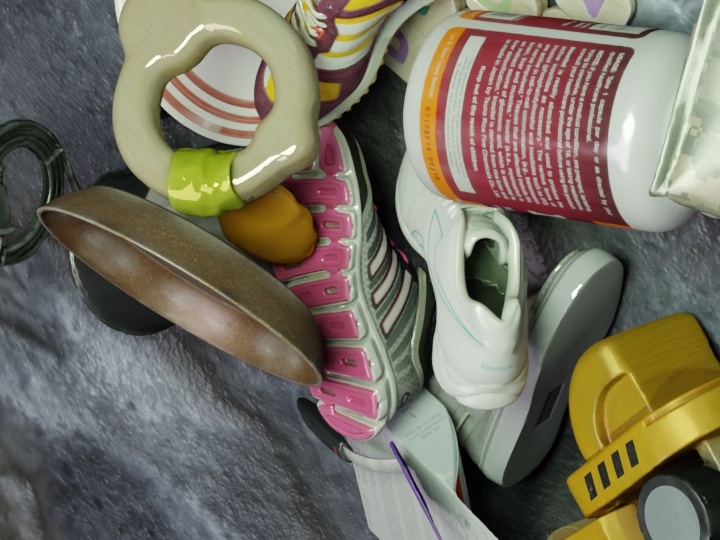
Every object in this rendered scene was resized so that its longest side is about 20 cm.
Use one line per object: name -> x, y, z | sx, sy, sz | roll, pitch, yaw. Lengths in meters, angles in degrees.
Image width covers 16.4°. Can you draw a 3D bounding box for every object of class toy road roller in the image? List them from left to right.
toy road roller -> 0.175, 0.117, 1.504 | 0.200, 0.123, 0.146 | -45, 67, 48

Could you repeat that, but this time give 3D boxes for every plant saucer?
plant saucer -> -0.101, 0.005, 1.506 | 0.200, 0.035, 0.200 | 31, 169, 7

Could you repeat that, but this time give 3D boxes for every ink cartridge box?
ink cartridge box -> 0.066, 0.165, 1.624 | 0.200, 0.057, 0.163 | 38, 153, 37

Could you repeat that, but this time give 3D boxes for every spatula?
spatula -> 0.003, 0.118, 1.602 | 0.200, 0.021, 0.057 | 30, 151, 57

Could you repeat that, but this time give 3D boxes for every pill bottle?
pill bottle -> 0.133, -0.082, 1.407 | 0.199, 0.113, 0.113 | 10, 122, 34

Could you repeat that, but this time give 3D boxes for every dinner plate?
dinner plate -> -0.068, -0.178, 1.570 | 0.200, 0.024, 0.201 | 5, 100, 28

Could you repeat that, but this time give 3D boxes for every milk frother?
milk frother -> -0.134, -0.037, 1.639 | 0.188, 0.200, 0.181 | -11, 103, 47

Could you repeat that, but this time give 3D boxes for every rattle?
rattle -> -0.080, -0.120, 1.493 | 0.130, 0.143, 0.200 | -38, 64, 23

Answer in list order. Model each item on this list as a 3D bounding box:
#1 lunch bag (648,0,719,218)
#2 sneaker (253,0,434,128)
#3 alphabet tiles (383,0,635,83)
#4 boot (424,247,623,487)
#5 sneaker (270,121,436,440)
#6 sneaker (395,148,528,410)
lunch bag -> 0.248, -0.111, 1.249 | 0.163, 0.118, 0.201 | 17, 98, 11
sneaker -> -0.016, -0.159, 1.467 | 0.200, 0.090, 0.075 | -46, 58, 30
alphabet tiles -> 0.069, -0.175, 1.492 | 0.196, 0.015, 0.200 | 42, 138, 16
boot -> 0.091, 0.042, 1.567 | 0.096, 0.073, 0.200 | 43, 135, 23
sneaker -> 0.000, 0.000, 1.567 | 0.074, 0.087, 0.201 | -6, 101, 40
sneaker -> 0.069, -0.018, 1.496 | 0.080, 0.070, 0.201 | 100, 162, -49
